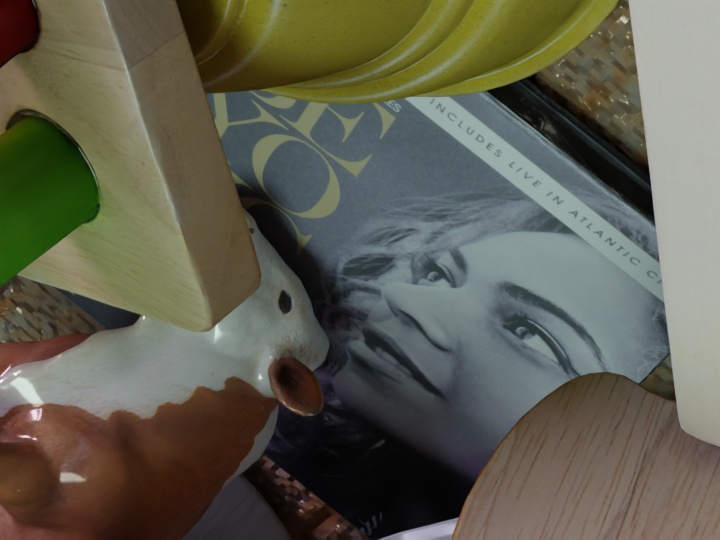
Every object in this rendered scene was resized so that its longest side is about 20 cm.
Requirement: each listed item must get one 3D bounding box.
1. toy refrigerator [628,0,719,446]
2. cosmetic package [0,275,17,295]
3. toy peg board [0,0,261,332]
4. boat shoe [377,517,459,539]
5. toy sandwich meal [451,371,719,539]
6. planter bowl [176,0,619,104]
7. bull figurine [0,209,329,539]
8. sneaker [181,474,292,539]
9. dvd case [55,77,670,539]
[{"bbox_3d":[0.096,-0.052,0.605,0.070,0.076,0.201,17,141,28],"label":"toy refrigerator"},{"bbox_3d":[-0.151,-0.085,0.794,0.103,0.073,0.201,16,140,28],"label":"cosmetic package"},{"bbox_3d":[-0.145,-0.071,0.629,0.199,0.098,0.200,16,134,41],"label":"toy peg board"},{"bbox_3d":[0.069,0.086,0.802,0.199,0.076,0.060,-12,166,35],"label":"boat shoe"},{"bbox_3d":[0.111,0.083,0.650,0.204,0.205,0.071,16,135,28],"label":"toy sandwich meal"},{"bbox_3d":[-0.041,-0.101,0.649,0.200,0.083,0.201,25,138,24],"label":"planter bowl"},{"bbox_3d":[-0.093,0.058,0.821,0.121,0.065,0.200,12,132,-26],"label":"bull figurine"},{"bbox_3d":[-0.054,0.126,0.961,0.088,0.075,0.201,25,146,51],"label":"sneaker"},{"bbox_3d":[0.000,0.000,0.804,0.148,0.016,0.200,38,145,1],"label":"dvd case"}]
